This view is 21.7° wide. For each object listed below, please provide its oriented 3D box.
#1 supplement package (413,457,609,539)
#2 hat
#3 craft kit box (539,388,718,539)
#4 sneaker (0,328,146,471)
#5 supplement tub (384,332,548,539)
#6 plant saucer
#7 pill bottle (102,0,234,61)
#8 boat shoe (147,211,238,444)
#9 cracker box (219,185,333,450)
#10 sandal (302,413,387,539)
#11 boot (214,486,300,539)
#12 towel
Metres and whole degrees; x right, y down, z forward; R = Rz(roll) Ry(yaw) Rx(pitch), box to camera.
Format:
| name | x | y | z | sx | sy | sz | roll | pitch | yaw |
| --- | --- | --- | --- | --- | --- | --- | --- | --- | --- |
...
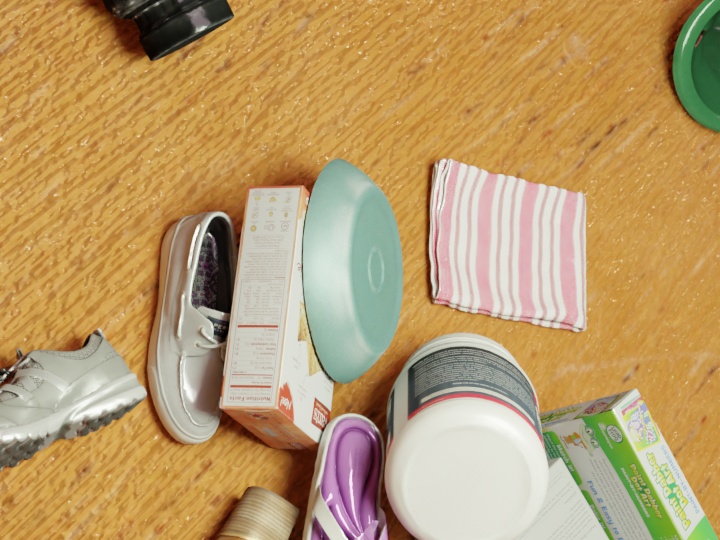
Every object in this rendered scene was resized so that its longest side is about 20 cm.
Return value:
| name | x | y | z | sx | sy | sz | roll | pitch | yaw |
| --- | --- | --- | --- | --- | --- | --- | --- | --- | --- |
| supplement package | 0.164 | 0.295 | 1.734 | 0.121 | 0.119 | 0.201 | -36 | 99 | -37 |
| hat | 0.413 | -0.267 | 2.122 | 0.200 | 0.176 | 0.166 | -46 | 111 | 5 |
| craft kit box | 0.225 | 0.220 | 1.750 | 0.048 | 0.197 | 0.201 | -34 | 99 | -35 |
| sneaker | -0.273 | 0.106 | 1.519 | 0.199 | 0.075 | 0.082 | -18 | 74 | -43 |
| supplement tub | 0.091 | 0.147 | 1.657 | 0.141 | 0.140 | 0.200 | 50 | 13 | -14 |
| plant saucer | 0.000 | 0.000 | 1.680 | 0.200 | 0.036 | 0.202 | -1 | 90 | -71 |
| pill bottle | -0.193 | -0.291 | 1.641 | 0.112 | 0.112 | 0.201 | -32 | 97 | -36 |
| boat shoe | -0.134 | 0.046 | 1.621 | 0.072 | 0.068 | 0.202 | 17 | 69 | -31 |
| cracker box | -0.063 | 0.043 | 1.638 | 0.134 | 0.057 | 0.202 | 48 | 45 | -64 |
| sandal | -0.008 | 0.215 | 1.596 | 0.082 | 0.050 | 0.205 | 7 | 64 | -23 |
| boot | -0.054 | 0.299 | 1.614 | 0.199 | 0.074 | 0.156 | 31 | 61 | -12 |
| towel | 0.152 | -0.024 | 1.866 | 0.199 | 0.030 | 0.148 | 12 | 72 | -33 |
